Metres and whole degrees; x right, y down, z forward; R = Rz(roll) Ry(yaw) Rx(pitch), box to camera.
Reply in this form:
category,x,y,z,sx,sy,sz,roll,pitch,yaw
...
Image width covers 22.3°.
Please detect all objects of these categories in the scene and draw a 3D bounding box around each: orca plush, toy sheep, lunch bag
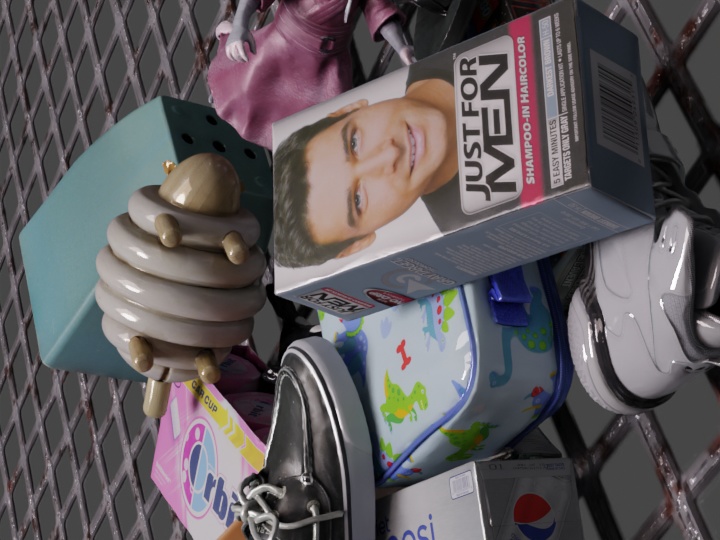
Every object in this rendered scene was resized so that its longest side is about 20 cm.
category,x,y,z,sx,sy,sz,roll,pitch,yaw
orca plush,-0.035,0.057,1.252,0.200,0.070,0.106,50,128,54
toy sheep,-0.129,0.012,1.300,0.138,0.137,0.202,41,116,57
lunch bag,0.042,0.011,1.019,0.161,0.082,0.202,-50,46,50

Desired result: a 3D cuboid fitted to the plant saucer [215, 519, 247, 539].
category,x,y,z,sx,sy,sz,roll,pitch,yaw
plant saucer,-0.062,0.165,1.143,0.032,0.200,0.201,43,137,5

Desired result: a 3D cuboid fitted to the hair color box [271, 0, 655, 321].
category,x,y,z,sx,sy,sz,roll,pitch,yaw
hair color box,0.046,-0.051,0.916,0.199,0.060,0.100,-19,63,38

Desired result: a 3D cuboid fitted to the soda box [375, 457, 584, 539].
category,x,y,z,sx,sy,sz,roll,pitch,yaw
soda box,0.041,0.157,1.024,0.200,0.068,0.064,-32,62,55

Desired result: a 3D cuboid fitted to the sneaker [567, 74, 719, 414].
category,x,y,z,sx,sy,sz,roll,pitch,yaw
sneaker,0.152,-0.035,0.914,0.115,0.074,0.202,-23,70,58

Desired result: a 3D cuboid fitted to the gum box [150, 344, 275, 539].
category,x,y,z,sx,sy,sz,roll,pitch,yaw
gum box,-0.085,0.144,1.338,0.200,0.065,0.115,40,122,57

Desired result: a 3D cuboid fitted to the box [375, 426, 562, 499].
category,x,y,z,sx,sy,sz,roll,pitch,yaw
box,0.046,0.154,1.120,0.145,0.036,0.202,52,132,52

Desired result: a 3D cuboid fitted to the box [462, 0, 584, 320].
category,x,y,z,sx,sy,sz,roll,pitch,yaw
box,0.087,-0.062,1.074,0.137,0.039,0.202,-56,39,44

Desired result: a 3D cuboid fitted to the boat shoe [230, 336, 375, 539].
category,x,y,z,sx,sy,sz,roll,pitch,yaw
boat shoe,-0.036,0.139,1.012,0.073,0.067,0.202,7,100,61

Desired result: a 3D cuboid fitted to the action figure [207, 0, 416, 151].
category,x,y,z,sx,sy,sz,roll,pitch,yaw
action figure,-0.025,-0.170,1.258,0.150,0.133,0.201,-87,18,-47

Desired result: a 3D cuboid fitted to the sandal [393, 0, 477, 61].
category,x,y,z,sx,sy,sz,roll,pitch,yaw
sandal,0.041,-0.196,1.120,0.202,0.048,0.076,-89,23,-46

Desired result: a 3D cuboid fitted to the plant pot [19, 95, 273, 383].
category,x,y,z,sx,sy,sz,roll,pitch,yaw
plant pot,-0.157,-0.030,1.438,0.200,0.140,0.142,-51,42,36
